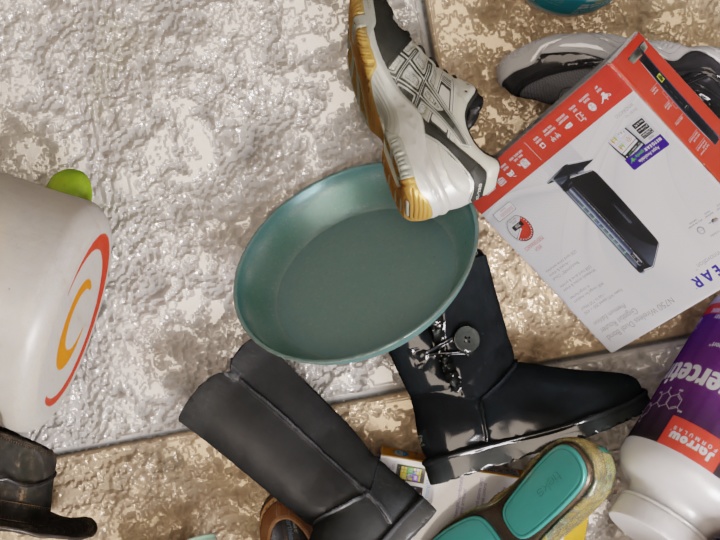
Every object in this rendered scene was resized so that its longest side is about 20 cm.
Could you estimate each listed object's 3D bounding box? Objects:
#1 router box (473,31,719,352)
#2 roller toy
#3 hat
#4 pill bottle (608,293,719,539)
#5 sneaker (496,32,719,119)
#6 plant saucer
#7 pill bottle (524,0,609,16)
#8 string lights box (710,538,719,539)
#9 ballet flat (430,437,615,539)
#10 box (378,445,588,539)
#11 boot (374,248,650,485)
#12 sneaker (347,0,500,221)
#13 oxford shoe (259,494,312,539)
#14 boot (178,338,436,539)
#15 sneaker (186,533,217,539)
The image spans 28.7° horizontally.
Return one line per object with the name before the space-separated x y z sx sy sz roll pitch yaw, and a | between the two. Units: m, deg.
router box | 0.197 -0.051 1.047 0.180 0.200 0.049 46 52 -2
roller toy | -0.280 0.020 1.058 0.138 0.200 0.184 17 113 1
hat | -0.296 0.154 1.077 0.198 0.201 0.082 8 86 1
pill bottle | 0.273 0.122 1.068 0.112 0.112 0.201 35 76 -2
sneaker | 0.203 -0.115 1.081 0.198 0.076 0.115 4 75 -3
plant saucer | 0.000 0.000 1.075 0.199 0.201 0.036 -25 133 3
pill bottle | 0.163 -0.249 1.023 0.110 0.200 0.112 0 95 2
string lights box | 0.357 0.234 1.125 0.198 0.059 0.104 -7 94 2
ballet flat | 0.121 0.200 1.083 0.071 0.071 0.200 43 115 -2
box | 0.081 0.215 1.141 0.198 0.041 0.120 10 94 3
boot | 0.117 0.061 1.107 0.198 0.076 0.170 -16 85 -10
sneaker | 0.047 -0.132 1.083 0.087 0.076 0.202 -15 68 -8
oxford shoe | -0.045 0.282 1.132 0.071 0.071 0.202 -16 95 1
boot | -0.064 0.166 1.074 0.200 0.066 0.165 44 53 11
sneaker | -0.108 0.273 1.103 0.199 0.074 0.119 6 92 28
